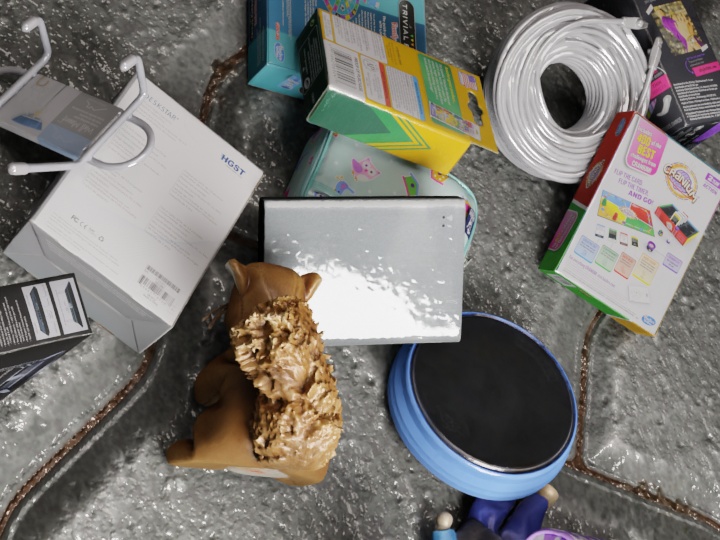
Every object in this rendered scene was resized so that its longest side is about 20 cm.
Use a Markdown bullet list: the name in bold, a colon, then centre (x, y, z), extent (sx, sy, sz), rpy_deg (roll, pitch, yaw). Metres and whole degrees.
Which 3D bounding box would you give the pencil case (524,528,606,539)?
- **pencil case**: centre (0.222, 0.299, 1.449), extent (0.199, 0.083, 0.086), rpy_deg (21, 79, -51)

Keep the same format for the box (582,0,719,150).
- **box**: centre (0.343, -0.240, 1.797), extent (0.105, 0.122, 0.202), rpy_deg (-10, 74, -37)

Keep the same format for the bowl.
- **bowl**: centre (0.125, 0.128, 1.499), extent (0.199, 0.039, 0.202), rpy_deg (13, 51, -16)

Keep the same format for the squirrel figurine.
- **squirrel figurine**: centre (-0.073, 0.080, 1.316), extent (0.140, 0.200, 0.189), rpy_deg (12, 74, -21)

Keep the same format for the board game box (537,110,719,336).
- **board game box**: centre (0.305, -0.051, 1.675), extent (0.152, 0.040, 0.201), rpy_deg (32, 81, -22)

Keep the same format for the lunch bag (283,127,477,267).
- **lunch bag**: centre (0.022, -0.050, 1.520), extent (0.199, 0.077, 0.161), rpy_deg (33, 53, -16)

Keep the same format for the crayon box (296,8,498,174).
- **crayon box**: centre (0.036, -0.174, 1.523), extent (0.199, 0.052, 0.126), rpy_deg (19, 40, -25)

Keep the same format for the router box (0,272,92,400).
- **router box**: centre (-0.318, 0.068, 1.158), extent (0.156, 0.200, 0.053), rpy_deg (-12, 78, -37)

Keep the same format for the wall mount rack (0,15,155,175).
- **wall mount rack**: centre (-0.283, -0.137, 1.301), extent (0.199, 0.075, 0.174), rpy_deg (23, 54, 23)

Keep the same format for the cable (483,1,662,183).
- **cable**: centre (0.231, -0.199, 1.696), extent (0.198, 0.069, 0.202), rpy_deg (12, 89, -22)

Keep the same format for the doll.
- **doll**: centre (0.125, 0.275, 1.456), extent (0.137, 0.048, 0.200), rpy_deg (46, 51, -6)

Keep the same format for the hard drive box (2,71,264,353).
- **hard drive box**: centre (-0.202, -0.054, 1.373), extent (0.156, 0.077, 0.201), rpy_deg (39, 53, -13)

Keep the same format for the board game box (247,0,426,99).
- **board game box**: centre (-0.023, -0.248, 1.604), extent (0.198, 0.047, 0.152), rpy_deg (13, 62, -29)

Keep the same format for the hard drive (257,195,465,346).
- **hard drive**: centre (0.000, 0.000, 1.439), extent (0.198, 0.033, 0.141), rpy_deg (-1, 100, -15)
